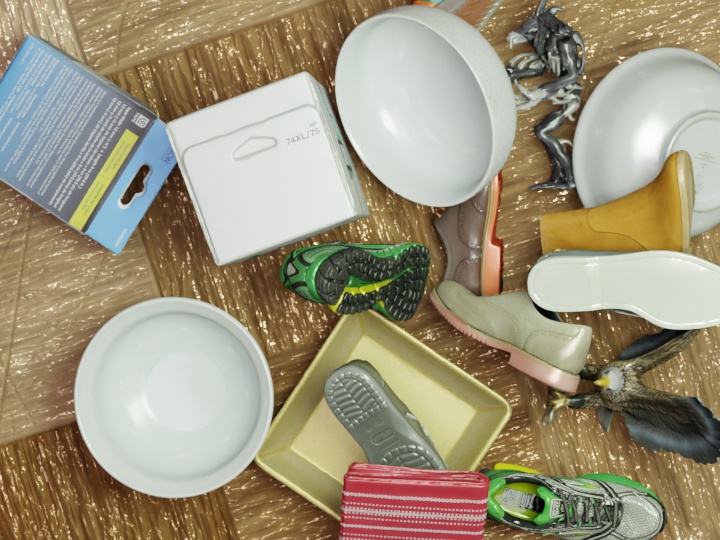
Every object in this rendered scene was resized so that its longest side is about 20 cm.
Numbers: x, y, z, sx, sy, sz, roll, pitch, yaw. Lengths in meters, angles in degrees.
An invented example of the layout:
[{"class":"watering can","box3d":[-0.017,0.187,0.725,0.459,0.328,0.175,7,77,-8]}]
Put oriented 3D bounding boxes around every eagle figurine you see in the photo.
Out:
[{"class":"eagle figurine","box3d":[0.272,0.105,1.622,0.199,0.151,0.152,-6,117,26]}]

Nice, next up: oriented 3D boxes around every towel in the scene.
[{"class":"towel","box3d":[0.050,0.271,1.673,0.144,0.023,0.201,4,128,-1]}]

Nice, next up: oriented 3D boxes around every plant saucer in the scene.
[{"class":"plant saucer","box3d":[0.023,0.165,1.727,0.199,0.048,0.200,34,93,2]}]

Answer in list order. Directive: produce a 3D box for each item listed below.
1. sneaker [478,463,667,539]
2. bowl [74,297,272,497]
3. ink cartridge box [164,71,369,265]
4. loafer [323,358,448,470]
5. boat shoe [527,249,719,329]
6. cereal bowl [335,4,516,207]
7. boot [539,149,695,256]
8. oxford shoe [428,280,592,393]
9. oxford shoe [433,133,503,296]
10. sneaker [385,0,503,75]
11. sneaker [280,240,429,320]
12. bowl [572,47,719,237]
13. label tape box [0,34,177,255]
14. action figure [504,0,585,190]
[{"class":"sneaker","box3d":[0.211,0.245,1.698,0.199,0.085,0.079,6,92,3]},{"class":"bowl","box3d":[-0.183,0.125,1.711,0.200,0.090,0.202,0,92,4]},{"class":"ink cartridge box","box3d":[-0.086,-0.098,1.650,0.146,0.200,0.147,-20,90,5]},{"class":"loafer","box3d":[0.038,0.166,1.667,0.075,0.070,0.201,-24,107,19]},{"class":"boat shoe","box3d":[0.258,0.010,1.562,0.199,0.062,0.073,3,105,14]},{"class":"cereal bowl","box3d":[0.074,-0.169,1.637,0.083,0.200,0.200,-35,89,-39]},{"class":"boot","box3d":[0.240,-0.045,1.576,0.143,0.202,0.071,5,57,13]},{"class":"oxford shoe","box3d":[0.149,0.047,1.632,0.200,0.071,0.074,31,100,39]},{"class":"oxford shoe","box3d":[0.108,-0.068,1.704,0.072,0.071,0.201,0,92,9]},{"class":"sneaker","box3d":[0.087,-0.278,1.705,0.200,0.071,0.080,-46,49,17]},{"class":"sneaker","box3d":[0.000,0.000,1.654,0.085,0.200,0.078,18,95,34]},{"class":"bowl","box3d":[0.314,-0.113,1.637,0.200,0.090,0.202,-5,104,-21]},{"class":"label tape box","box3d":[-0.290,-0.129,1.732,0.199,0.066,0.144,33,94,1]},{"class":"action figure","box3d":[0.180,-0.180,1.674,0.101,0.119,0.201,-11,97,-3]}]
